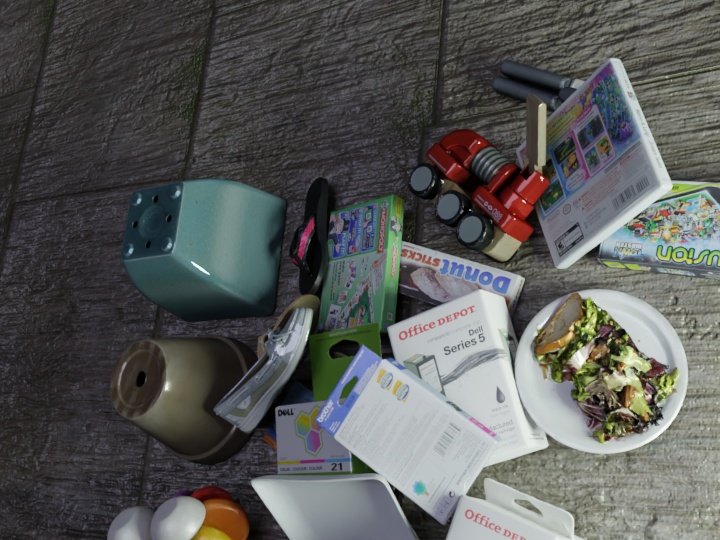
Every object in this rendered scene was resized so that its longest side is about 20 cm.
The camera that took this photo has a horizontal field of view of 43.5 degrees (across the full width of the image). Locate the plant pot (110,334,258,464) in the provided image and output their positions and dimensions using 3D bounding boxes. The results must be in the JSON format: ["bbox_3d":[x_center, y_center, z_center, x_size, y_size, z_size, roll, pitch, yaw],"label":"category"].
[{"bbox_3d":[-0.272,0.179,1.358,0.198,0.173,0.202,-12,66,29],"label":"plant pot"}]

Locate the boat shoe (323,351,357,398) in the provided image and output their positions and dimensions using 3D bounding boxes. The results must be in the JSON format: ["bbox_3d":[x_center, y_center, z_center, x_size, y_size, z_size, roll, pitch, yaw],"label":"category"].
[{"bbox_3d":[0.019,0.176,1.241,0.200,0.063,0.074,30,105,44],"label":"boat shoe"}]

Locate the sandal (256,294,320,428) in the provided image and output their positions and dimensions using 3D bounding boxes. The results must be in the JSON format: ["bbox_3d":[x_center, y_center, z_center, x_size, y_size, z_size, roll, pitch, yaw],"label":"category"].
[{"bbox_3d":[-0.134,0.124,1.348,0.069,0.077,0.214,24,94,44],"label":"sandal"}]

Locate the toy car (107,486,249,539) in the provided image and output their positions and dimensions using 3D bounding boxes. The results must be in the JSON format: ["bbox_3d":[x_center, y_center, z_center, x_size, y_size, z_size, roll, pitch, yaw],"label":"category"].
[{"bbox_3d":[-0.246,0.381,1.293,0.199,0.176,0.150,-19,29,28],"label":"toy car"}]

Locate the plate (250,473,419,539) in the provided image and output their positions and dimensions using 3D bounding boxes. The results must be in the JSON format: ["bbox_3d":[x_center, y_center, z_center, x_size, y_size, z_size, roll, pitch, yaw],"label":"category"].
[{"bbox_3d":[-0.014,0.320,1.141,0.198,0.201,0.032,-8,33,31],"label":"plate"}]

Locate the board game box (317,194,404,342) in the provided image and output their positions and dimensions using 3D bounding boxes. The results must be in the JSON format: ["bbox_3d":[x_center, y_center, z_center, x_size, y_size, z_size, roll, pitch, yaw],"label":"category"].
[{"bbox_3d":[0.000,0.000,1.311,0.134,0.029,0.202,-10,67,44],"label":"board game box"}]

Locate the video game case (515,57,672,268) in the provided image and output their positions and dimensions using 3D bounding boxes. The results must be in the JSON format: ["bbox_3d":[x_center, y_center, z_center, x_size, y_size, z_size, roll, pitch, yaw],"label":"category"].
[{"bbox_3d":[0.282,-0.129,1.122,0.200,0.023,0.184,-46,50,51],"label":"video game case"}]

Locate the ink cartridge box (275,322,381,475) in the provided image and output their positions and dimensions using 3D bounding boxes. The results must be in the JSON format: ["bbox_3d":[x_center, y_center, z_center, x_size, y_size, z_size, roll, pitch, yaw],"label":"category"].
[{"bbox_3d":[-0.042,0.177,1.202,0.147,0.075,0.202,-14,75,43],"label":"ink cartridge box"}]

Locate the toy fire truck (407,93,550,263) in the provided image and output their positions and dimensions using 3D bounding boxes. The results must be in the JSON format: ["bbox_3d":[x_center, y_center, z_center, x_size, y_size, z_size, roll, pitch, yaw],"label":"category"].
[{"bbox_3d":[0.175,-0.139,1.186,0.200,0.128,0.176,-51,52,14],"label":"toy fire truck"}]

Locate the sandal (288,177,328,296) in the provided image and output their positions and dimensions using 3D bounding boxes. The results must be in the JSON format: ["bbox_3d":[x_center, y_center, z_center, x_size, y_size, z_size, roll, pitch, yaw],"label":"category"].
[{"bbox_3d":[-0.083,-0.052,1.380,0.075,0.045,0.202,-31,51,51],"label":"sandal"}]

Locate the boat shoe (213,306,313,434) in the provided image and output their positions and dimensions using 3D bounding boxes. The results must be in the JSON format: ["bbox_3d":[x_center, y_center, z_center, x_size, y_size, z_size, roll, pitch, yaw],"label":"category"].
[{"bbox_3d":[-0.132,0.134,1.266,0.203,0.064,0.075,-57,10,13],"label":"boat shoe"}]

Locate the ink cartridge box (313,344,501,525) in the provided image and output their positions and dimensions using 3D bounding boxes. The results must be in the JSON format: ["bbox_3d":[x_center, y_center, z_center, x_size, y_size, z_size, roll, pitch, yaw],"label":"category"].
[{"bbox_3d":[0.054,0.191,1.078,0.199,0.042,0.120,34,99,15],"label":"ink cartridge box"}]

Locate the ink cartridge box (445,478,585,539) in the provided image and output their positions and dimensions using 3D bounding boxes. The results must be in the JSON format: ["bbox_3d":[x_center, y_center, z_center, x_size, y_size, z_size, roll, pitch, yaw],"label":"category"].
[{"bbox_3d":[0.168,0.353,1.023,0.128,0.125,0.202,17,83,37],"label":"ink cartridge box"}]

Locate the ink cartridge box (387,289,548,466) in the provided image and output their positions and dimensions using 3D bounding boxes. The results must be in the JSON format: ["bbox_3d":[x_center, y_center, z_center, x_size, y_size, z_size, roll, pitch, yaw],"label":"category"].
[{"bbox_3d":[0.132,0.144,1.136,0.145,0.084,0.202,-24,69,26],"label":"ink cartridge box"}]

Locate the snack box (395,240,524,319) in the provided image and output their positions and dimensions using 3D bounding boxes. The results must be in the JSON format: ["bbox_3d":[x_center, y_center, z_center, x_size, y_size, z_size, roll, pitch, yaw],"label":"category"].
[{"bbox_3d":[0.126,0.017,1.238,0.199,0.024,0.073,18,87,37],"label":"snack box"}]

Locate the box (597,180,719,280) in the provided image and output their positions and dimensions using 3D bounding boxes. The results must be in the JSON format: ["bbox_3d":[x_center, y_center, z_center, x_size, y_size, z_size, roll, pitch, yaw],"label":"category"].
[{"bbox_3d":[0.393,-0.049,1.075,0.198,0.035,0.111,7,78,36],"label":"box"}]

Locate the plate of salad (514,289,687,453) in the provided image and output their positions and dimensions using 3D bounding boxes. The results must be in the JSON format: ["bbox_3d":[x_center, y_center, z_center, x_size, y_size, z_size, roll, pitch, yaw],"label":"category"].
[{"bbox_3d":[0.280,0.112,1.057,0.198,0.048,0.202,-5,65,11],"label":"plate of salad"}]

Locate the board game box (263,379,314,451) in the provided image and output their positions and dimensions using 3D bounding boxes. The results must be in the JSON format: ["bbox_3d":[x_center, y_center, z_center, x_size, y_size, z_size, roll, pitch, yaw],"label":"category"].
[{"bbox_3d":[-0.048,0.247,1.276,0.199,0.019,0.104,31,90,37],"label":"board game box"}]

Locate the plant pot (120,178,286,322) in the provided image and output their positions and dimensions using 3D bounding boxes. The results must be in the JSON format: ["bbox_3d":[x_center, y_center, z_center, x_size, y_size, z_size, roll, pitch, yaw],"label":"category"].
[{"bbox_3d":[-0.260,-0.043,1.414,0.195,0.200,0.198,-6,70,32],"label":"plant pot"}]

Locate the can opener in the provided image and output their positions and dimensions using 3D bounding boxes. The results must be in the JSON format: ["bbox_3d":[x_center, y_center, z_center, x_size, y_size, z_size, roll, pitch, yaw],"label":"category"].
[{"bbox_3d":[0.261,-0.246,1.223,0.199,0.066,0.053,30,92,42],"label":"can opener"}]
